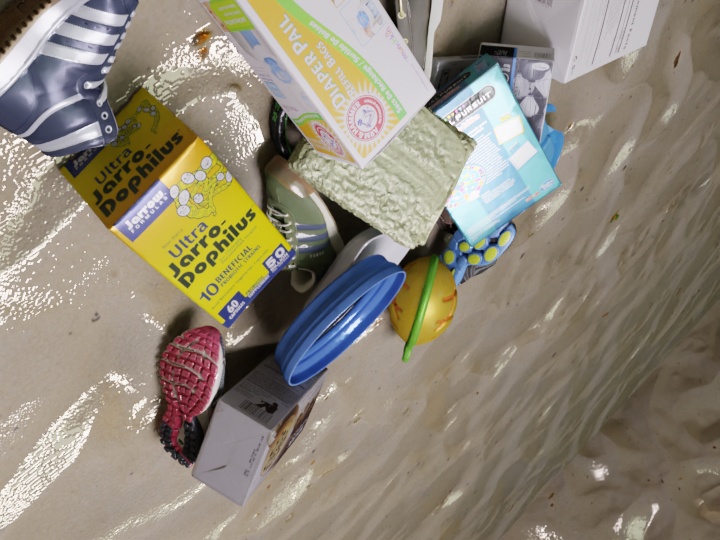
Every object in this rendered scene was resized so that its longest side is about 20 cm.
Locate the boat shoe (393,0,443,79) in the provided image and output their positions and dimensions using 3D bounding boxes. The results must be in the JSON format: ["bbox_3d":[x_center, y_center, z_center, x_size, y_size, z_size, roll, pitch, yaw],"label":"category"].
[{"bbox_3d":[0.055,-0.263,0.786,0.059,0.074,0.204,1,146,-2],"label":"boat shoe"}]

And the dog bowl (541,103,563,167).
[{"bbox_3d":[0.263,-0.195,1.086,0.113,0.049,0.199,-58,153,0],"label":"dog bowl"}]

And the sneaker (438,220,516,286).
[{"bbox_3d":[0.179,-0.036,1.063,0.082,0.072,0.200,-29,169,-27],"label":"sneaker"}]

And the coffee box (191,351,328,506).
[{"bbox_3d":[-0.124,0.190,0.896,0.115,0.079,0.200,-66,170,19],"label":"coffee box"}]

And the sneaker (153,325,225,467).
[{"bbox_3d":[-0.199,0.145,0.848,0.074,0.080,0.203,-39,154,-51],"label":"sneaker"}]

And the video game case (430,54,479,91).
[{"bbox_3d":[0.150,-0.228,0.969,0.197,0.018,0.146,-18,132,-40],"label":"video game case"}]

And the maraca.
[{"bbox_3d":[0.092,0.060,1.082,0.202,0.105,0.139,101,9,-55],"label":"maraca"}]

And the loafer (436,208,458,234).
[{"bbox_3d":[0.150,-0.090,1.044,0.074,0.071,0.199,-54,146,4],"label":"loafer"}]

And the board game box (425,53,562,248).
[{"bbox_3d":[0.155,-0.151,0.910,0.149,0.047,0.201,-34,121,9],"label":"board game box"}]

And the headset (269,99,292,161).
[{"bbox_3d":[-0.008,-0.149,0.784,0.198,0.094,0.125,22,104,-43],"label":"headset"}]

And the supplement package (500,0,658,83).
[{"bbox_3d":[0.302,-0.358,0.939,0.198,0.121,0.122,-29,140,-31],"label":"supplement package"}]

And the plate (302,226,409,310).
[{"bbox_3d":[0.000,0.000,0.925,0.199,0.032,0.201,-27,157,-54],"label":"plate"}]

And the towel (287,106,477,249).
[{"bbox_3d":[0.027,-0.124,0.761,0.197,0.036,0.151,27,95,-29],"label":"towel"}]

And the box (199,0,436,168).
[{"bbox_3d":[-0.040,-0.204,0.615,0.101,0.112,0.201,-45,120,-9],"label":"box"}]

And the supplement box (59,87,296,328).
[{"bbox_3d":[-0.166,-0.053,0.668,0.109,0.109,0.201,-47,145,-7],"label":"supplement box"}]

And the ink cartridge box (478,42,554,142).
[{"bbox_3d":[0.201,-0.205,0.946,0.203,0.097,0.040,86,16,-44],"label":"ink cartridge box"}]

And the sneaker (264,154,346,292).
[{"bbox_3d":[-0.079,-0.041,0.818,0.090,0.067,0.201,-49,150,-11],"label":"sneaker"}]

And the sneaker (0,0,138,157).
[{"bbox_3d":[-0.206,-0.177,0.542,0.200,0.070,0.109,-43,141,-2],"label":"sneaker"}]

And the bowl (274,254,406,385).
[{"bbox_3d":[-0.027,0.059,0.865,0.200,0.039,0.201,-42,167,-12],"label":"bowl"}]
